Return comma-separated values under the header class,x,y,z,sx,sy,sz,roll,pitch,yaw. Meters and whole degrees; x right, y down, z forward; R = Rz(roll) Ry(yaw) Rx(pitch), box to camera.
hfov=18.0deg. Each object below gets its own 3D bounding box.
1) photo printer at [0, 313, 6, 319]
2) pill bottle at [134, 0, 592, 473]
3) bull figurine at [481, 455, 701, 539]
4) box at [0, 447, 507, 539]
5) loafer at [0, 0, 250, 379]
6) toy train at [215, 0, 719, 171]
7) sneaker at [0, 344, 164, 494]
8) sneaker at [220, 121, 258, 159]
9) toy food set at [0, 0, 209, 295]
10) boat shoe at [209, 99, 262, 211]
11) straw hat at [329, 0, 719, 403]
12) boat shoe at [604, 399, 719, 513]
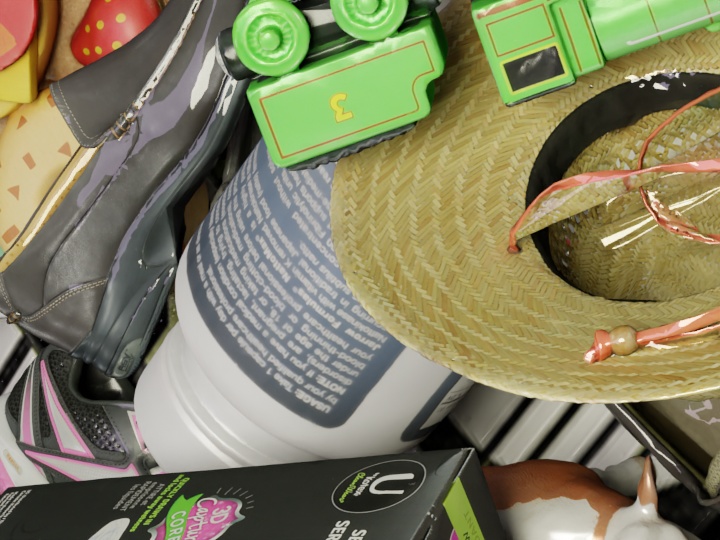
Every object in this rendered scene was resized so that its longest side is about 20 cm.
class,x,y,z,sx,sy,sz,roll,pitch,yaw
photo printer,-0.195,-0.075,1.078,0.165,0.069,0.202,-7,88,40
pill bottle,0.000,0.000,0.849,0.120,0.119,0.200,53,124,24
bull figurine,0.049,0.104,0.832,0.198,0.121,0.066,-9,84,23
box,-0.046,0.159,0.767,0.199,0.124,0.149,-8,116,31
loafer,-0.088,-0.058,0.887,0.072,0.073,0.201,21,99,-8
toy train,0.056,-0.080,0.640,0.198,0.042,0.057,-18,104,11
sneaker,-0.093,0.099,1.003,0.200,0.080,0.087,41,107,25
sneaker,-0.089,-0.146,0.988,0.066,0.091,0.201,-24,103,23
toy food set,-0.156,-0.079,0.956,0.196,0.049,0.202,7,113,14
boat shoe,-0.034,-0.024,0.947,0.073,0.065,0.202,9,98,39
straw hat,0.093,-0.011,0.659,0.199,0.085,0.202,-16,43,16
boat shoe,0.144,0.064,0.800,0.200,0.065,0.074,35,115,34
